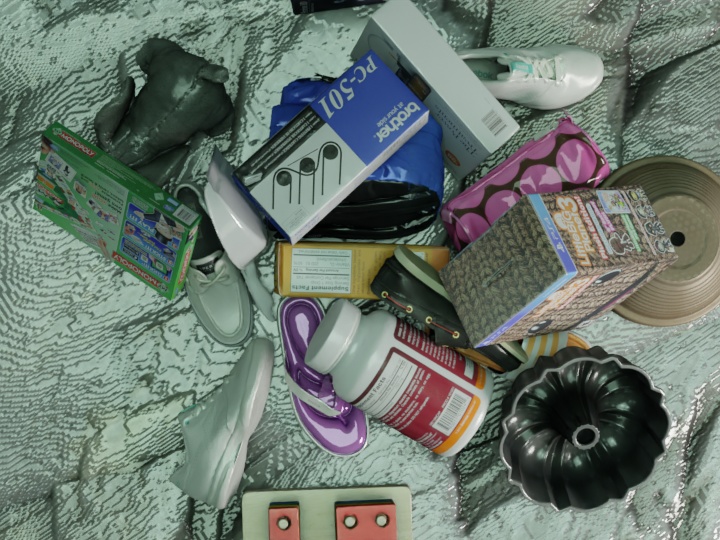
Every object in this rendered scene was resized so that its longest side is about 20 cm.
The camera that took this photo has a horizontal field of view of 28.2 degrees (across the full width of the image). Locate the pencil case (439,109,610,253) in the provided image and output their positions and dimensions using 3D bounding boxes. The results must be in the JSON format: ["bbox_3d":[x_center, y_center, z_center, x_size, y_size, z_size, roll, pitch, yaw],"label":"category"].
[{"bbox_3d":[0.185,-0.093,1.655,0.199,0.091,0.094,-38,125,-3],"label":"pencil case"}]

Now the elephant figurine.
[{"bbox_3d":[-0.242,-0.151,1.610,0.141,0.155,0.200,38,76,25],"label":"elephant figurine"}]

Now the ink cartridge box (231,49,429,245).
[{"bbox_3d":[-0.030,-0.130,1.506,0.200,0.044,0.094,-43,81,-8],"label":"ink cartridge box"}]

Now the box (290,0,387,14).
[{"bbox_3d":[0.011,-0.368,1.622,0.198,0.148,0.108,-8,89,-1],"label":"box"}]

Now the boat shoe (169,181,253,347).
[{"bbox_3d":[-0.174,-0.007,1.654,0.071,0.066,0.202,-14,89,-2],"label":"boat shoe"}]

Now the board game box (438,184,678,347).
[{"bbox_3d":[0.217,-0.006,1.565,0.199,0.159,0.097,-7,64,-42],"label":"board game box"}]

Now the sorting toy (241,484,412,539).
[{"bbox_3d":[-0.036,0.355,1.652,0.198,0.070,0.201,-2,90,-2],"label":"sorting toy"}]

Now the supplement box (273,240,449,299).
[{"bbox_3d":[0.000,0.000,1.648,0.198,0.067,0.070,4,92,-8],"label":"supplement box"}]

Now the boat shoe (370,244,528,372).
[{"bbox_3d":[0.101,0.053,1.602,0.201,0.074,0.063,36,102,-14],"label":"boat shoe"}]

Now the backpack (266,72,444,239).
[{"bbox_3d":[-0.003,-0.127,1.612,0.198,0.163,0.169,5,73,0],"label":"backpack"}]

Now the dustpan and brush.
[{"bbox_3d":[-0.135,-0.032,1.625,0.057,0.140,0.201,-31,108,10],"label":"dustpan and brush"}]

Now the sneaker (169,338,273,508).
[{"bbox_3d":[-0.163,0.166,1.647,0.088,0.075,0.202,19,90,11],"label":"sneaker"}]

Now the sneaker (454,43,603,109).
[{"bbox_3d":[0.187,-0.228,1.654,0.198,0.088,0.076,-2,88,-2],"label":"sneaker"}]

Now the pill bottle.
[{"bbox_3d":[0.042,0.117,1.620,0.199,0.113,0.114,31,89,-11],"label":"pill bottle"}]

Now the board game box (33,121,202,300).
[{"bbox_3d":[-0.277,-0.065,1.612,0.199,0.135,0.029,33,52,7],"label":"board game box"}]

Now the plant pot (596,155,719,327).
[{"bbox_3d":[0.356,-0.034,1.655,0.199,0.093,0.203,0,90,-2],"label":"plant pot"}]

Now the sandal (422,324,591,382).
[{"bbox_3d":[0.171,0.092,1.665,0.205,0.059,0.080,14,89,-2],"label":"sandal"}]

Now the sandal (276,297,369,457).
[{"bbox_3d":[-0.051,0.124,1.663,0.082,0.050,0.204,-23,88,-1],"label":"sandal"}]

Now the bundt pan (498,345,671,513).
[{"bbox_3d":[0.248,0.171,1.635,0.200,0.076,0.204,-3,114,-6],"label":"bundt pan"}]

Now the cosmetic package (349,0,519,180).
[{"bbox_3d":[0.080,-0.204,1.619,0.052,0.151,0.200,-41,90,-11],"label":"cosmetic package"}]
